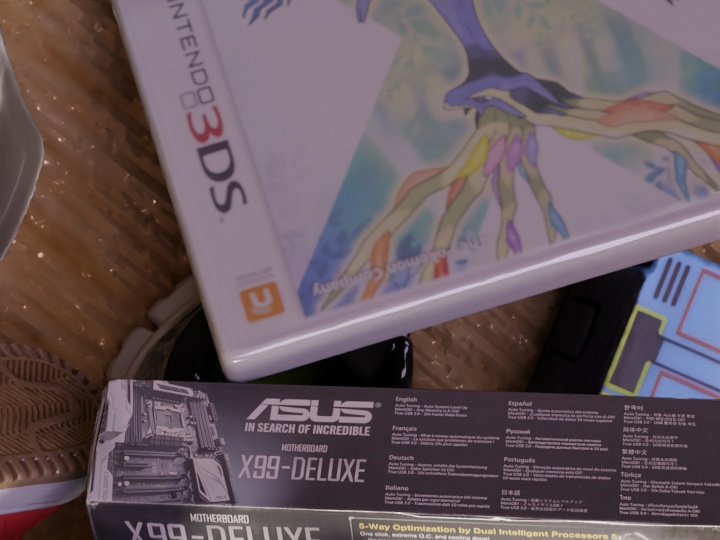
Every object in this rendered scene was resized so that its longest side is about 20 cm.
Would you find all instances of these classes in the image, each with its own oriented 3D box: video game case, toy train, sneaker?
[{"bbox_3d":[0.028,-0.074,0.822,0.199,0.022,0.183,-16,64,-5],"label":"video game case"},{"bbox_3d":[0.104,0.086,0.923,0.114,0.087,0.201,22,89,-14],"label":"toy train"},{"bbox_3d":[0.000,0.000,0.849,0.200,0.087,0.074,-46,116,0],"label":"sneaker"},{"bbox_3d":[-0.169,0.078,0.768,0.113,0.071,0.199,-47,152,26],"label":"sneaker"}]

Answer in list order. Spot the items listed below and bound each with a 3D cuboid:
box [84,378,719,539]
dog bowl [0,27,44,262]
[{"bbox_3d":[0.023,0.102,0.813,0.199,0.050,0.158,1,140,8],"label":"box"},{"bbox_3d":[-0.194,-0.050,0.764,0.199,0.059,0.201,-12,121,-21],"label":"dog bowl"}]
